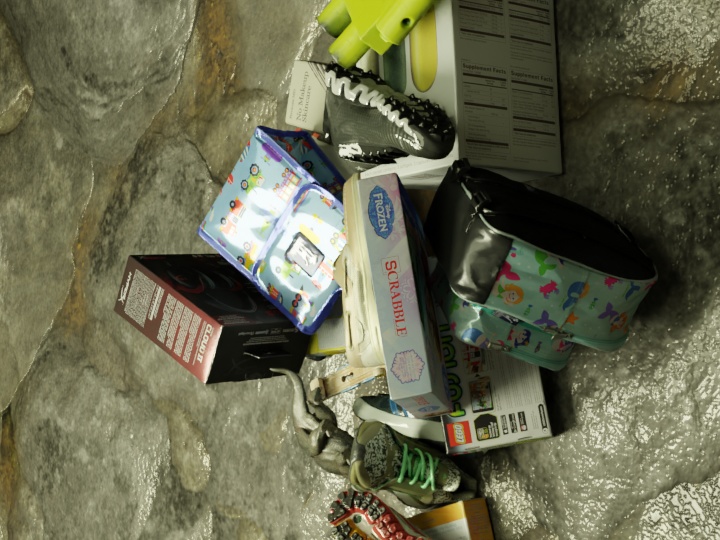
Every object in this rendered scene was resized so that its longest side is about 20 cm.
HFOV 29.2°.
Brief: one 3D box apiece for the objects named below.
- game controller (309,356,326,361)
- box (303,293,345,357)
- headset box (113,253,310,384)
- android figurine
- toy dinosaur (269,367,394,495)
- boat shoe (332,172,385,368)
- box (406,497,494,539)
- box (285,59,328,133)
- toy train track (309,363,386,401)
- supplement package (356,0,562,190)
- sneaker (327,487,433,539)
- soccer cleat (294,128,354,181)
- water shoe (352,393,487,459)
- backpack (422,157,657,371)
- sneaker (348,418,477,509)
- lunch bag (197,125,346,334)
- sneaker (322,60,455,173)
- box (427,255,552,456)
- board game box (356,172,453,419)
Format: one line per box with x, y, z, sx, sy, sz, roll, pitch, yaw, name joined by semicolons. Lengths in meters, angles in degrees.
-0.056;0.004;1.670;0.104;0.042;0.202;29;111;62;game controller
-0.078;0.044;1.622;0.199;0.048;0.119;-9;85;40;box
-0.160;0.056;1.566;0.199;0.148;0.076;33;113;38;headset box
0.036;-0.291;1.324;0.200;0.041;0.183;-46;36;23;android figurine
-0.033;0.188;1.509;0.199;0.077;0.103;32;143;4;toy dinosaur
0.000;0.000;1.427;0.064;0.072;0.203;-9;89;28;boat shoe
0.103;0.353;1.464;0.119;0.041;0.202;-27;71;46;box
0.002;-0.187;1.574;0.199;0.068;0.083;19;103;48;box
0.009;0.101;1.489;0.199;0.032;0.116;-29;67;40;toy train track
0.097;-0.191;1.397;0.151;0.149;0.203;-8;83;50;supplement package
0.057;0.303;1.443;0.078;0.082;0.200;-48;64;1;sneaker
-0.052;-0.116;1.623;0.199;0.069;0.078;15;66;47;soccer cleat
0.075;0.149;1.495;0.199;0.071;0.080;9;72;48;water shoe
0.165;0.000;1.270;0.178;0.198;0.152;-114;38;-62;backpack
0.059;0.201;1.419;0.088;0.199;0.078;1;75;32;sneaker
-0.065;-0.039;1.536;0.200;0.094;0.151;46;116;28;lunch bag
0.022;-0.130;1.322;0.200;0.066;0.091;37;120;48;sneaker
0.124;0.078;1.400;0.109;0.035;0.202;-10;78;7;box
0.044;0.031;1.303;0.041;0.200;0.202;-10;78;7;board game box
